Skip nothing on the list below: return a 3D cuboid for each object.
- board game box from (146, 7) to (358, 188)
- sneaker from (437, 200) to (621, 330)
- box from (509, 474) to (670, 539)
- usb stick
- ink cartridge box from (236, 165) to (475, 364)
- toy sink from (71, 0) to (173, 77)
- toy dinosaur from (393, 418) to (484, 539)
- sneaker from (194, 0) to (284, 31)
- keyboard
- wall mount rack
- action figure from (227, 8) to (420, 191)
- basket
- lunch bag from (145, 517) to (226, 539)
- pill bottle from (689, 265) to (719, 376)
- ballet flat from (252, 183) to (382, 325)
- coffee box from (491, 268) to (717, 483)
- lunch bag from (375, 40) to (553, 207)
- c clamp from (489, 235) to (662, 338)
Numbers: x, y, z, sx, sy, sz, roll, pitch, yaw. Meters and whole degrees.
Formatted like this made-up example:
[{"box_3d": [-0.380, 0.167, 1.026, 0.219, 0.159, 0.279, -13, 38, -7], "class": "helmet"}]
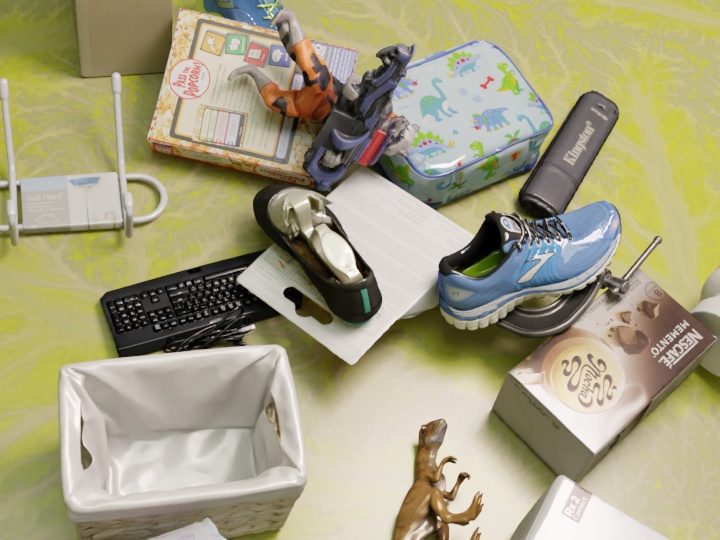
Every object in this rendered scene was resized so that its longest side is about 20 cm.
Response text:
[{"box_3d": [-0.114, -0.184, 1.209, 0.198, 0.046, 0.153, 14, 81, -3], "class": "board game box"}, {"box_3d": [0.164, -0.019, 1.089, 0.199, 0.090, 0.079, -27, 41, -7], "class": "sneaker"}, {"box_3d": [0.193, 0.319, 0.931, 0.199, 0.131, 0.199, 30, 58, 9], "class": "box"}, {"box_3d": [0.241, -0.133, 1.287, 0.055, 0.033, 0.201, 29, 57, 9], "class": "usb stick"}, {"box_3d": [0.000, 0.000, 1.136, 0.162, 0.050, 0.200, 34, 63, 24], "class": "ink cartridge box"}, {"box_3d": [-0.258, -0.328, 1.215, 0.111, 0.201, 0.131, -7, 58, -14], "class": "toy sink"}, {"box_3d": [0.054, 0.230, 1.017, 0.105, 0.061, 0.201, 9, 47, 24], "class": "toy dinosaur"}, {"box_3d": [-0.111, -0.275, 1.265, 0.199, 0.105, 0.076, 38, 57, 14], "class": "sneaker"}, {"box_3d": [-0.148, 0.032, 1.104, 0.198, 0.040, 0.105, -17, 62, -19], "class": "keyboard"}, {"box_3d": [-0.299, -0.111, 1.144, 0.198, 0.075, 0.175, -5, 58, -15], "class": "wall mount rack"}, {"box_3d": [-0.015, -0.190, 1.130, 0.193, 0.200, 0.105, 37, 39, -12], "class": "action figure"}, {"box_3d": [-0.156, 0.158, 0.971, 0.198, 0.124, 0.137, -4, 58, -14], "class": "basket"}, {"box_3d": [-0.178, 0.274, 0.847, 0.168, 0.201, 0.128, -15, 61, -20], "class": "lunch bag"}, {"box_3d": [0.429, 0.024, 1.175, 0.199, 0.113, 0.113, -35, 70, -27], "class": "pill bottle"}, {"box_3d": [-0.041, -0.035, 1.090, 0.068, 0.069, 0.200, -31, 58, -19], "class": "ballet flat"}, {"box_3d": [0.242, 0.102, 1.108, 0.199, 0.080, 0.113, -35, 67, -27], "class": "coffee box"}, {"box_3d": [0.102, -0.167, 1.252, 0.199, 0.083, 0.161, -25, 66, -24], "class": "lunch bag"}, {"box_3d": [0.181, 0.003, 1.149, 0.199, 0.027, 0.171, 19, 54, 37], "class": "c clamp"}]
